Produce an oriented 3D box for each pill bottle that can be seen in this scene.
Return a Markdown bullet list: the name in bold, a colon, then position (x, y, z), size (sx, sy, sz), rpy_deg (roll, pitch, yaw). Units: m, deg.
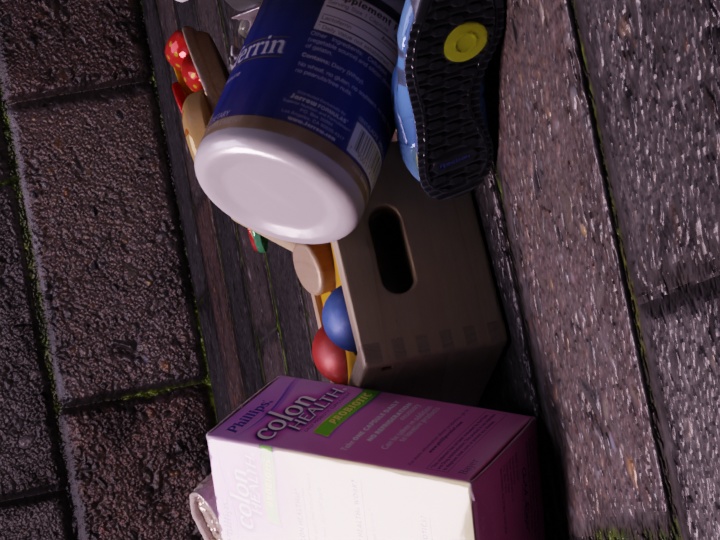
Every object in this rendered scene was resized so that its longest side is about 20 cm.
- **pill bottle**: position (-0.024, -0.128, 1.502), size (0.116, 0.116, 0.200), rpy_deg (98, -168, -61)

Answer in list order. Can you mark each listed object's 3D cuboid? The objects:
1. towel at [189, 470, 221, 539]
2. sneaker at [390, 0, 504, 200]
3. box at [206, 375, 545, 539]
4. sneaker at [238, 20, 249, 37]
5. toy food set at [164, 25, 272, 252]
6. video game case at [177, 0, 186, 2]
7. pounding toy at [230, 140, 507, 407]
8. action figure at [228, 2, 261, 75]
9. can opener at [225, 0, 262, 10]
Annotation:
- **towel**: position (-0.044, 0.192, 1.638), size (0.034, 0.133, 0.200), rpy_deg (9, 132, 40)
- **sneaker**: position (0.045, -0.136, 1.421), size (0.200, 0.066, 0.078), rpy_deg (89, 160, -49)
- **box**: position (0.015, 0.179, 1.509), size (0.097, 0.200, 0.176), rpy_deg (-39, -52, -51)
- **sneaker**: position (-0.061, -0.146, 1.986), size (0.081, 0.088, 0.200), rpy_deg (179, 81, -81)
- **toy food set**: position (-0.113, -0.107, 1.895), size (0.198, 0.049, 0.200), rpy_deg (66, -179, -53)
- **video game case**: position (-0.070, -0.309, 1.607), size (0.023, 0.200, 0.182), rpy_deg (29, -141, -55)
- **pounding toy**: position (0.000, 0.000, 1.612), size (0.184, 0.142, 0.200), rpy_deg (106, 152, -68)
- **action figure**: position (-0.052, -0.148, 1.779), size (0.069, 0.130, 0.200), rpy_deg (39, -132, -39)
- **can opener**: position (-0.080, -0.270, 1.977), size (0.066, 0.053, 0.200), rpy_deg (41, 165, -10)
